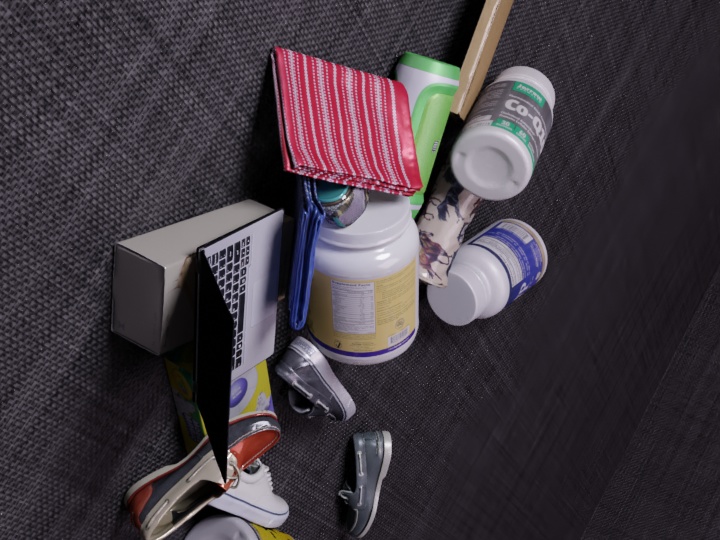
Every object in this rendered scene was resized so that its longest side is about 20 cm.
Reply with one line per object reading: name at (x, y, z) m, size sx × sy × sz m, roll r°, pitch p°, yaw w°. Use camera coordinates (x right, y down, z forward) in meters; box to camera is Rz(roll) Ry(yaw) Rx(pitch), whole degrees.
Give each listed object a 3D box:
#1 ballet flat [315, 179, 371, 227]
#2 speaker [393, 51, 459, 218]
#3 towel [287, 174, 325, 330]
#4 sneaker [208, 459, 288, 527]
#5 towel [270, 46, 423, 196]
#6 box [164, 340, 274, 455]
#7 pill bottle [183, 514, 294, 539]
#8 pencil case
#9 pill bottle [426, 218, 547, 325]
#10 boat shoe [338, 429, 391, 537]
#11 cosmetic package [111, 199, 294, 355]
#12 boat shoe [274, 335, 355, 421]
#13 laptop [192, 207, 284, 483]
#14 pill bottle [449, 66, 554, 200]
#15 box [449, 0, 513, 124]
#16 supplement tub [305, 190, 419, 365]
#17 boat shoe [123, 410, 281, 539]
ballet flat at (-0.005, -0.129, 1.266) m, size 0.072 × 0.072 × 0.201 m, roll 74°, pitch 27°, yaw -49°
speaker at (0.062, -0.169, 1.372) m, size 0.088 × 0.088 × 0.200 m, roll -4°, pitch 114°, yaw -58°
towel at (-0.063, -0.039, 1.197) m, size 0.200 × 0.024 × 0.145 m, roll -100°, pitch -162°, yaw -64°
sneaker at (-0.138, 0.275, 1.375) m, size 0.071 × 0.073 × 0.200 m, roll -59°, pitch 150°, yaw -6°
towel at (-0.012, -0.162, 1.199) m, size 0.200 × 0.022 × 0.145 m, roll 7°, pitch 70°, yaw -44°
box at (-0.161, 0.126, 1.257) m, size 0.117 × 0.048 × 0.200 m, roll -42°, pitch 142°, yaw -35°
pill bottle at (-0.141, 0.387, 1.411) m, size 0.114 × 0.114 × 0.200 m, roll -62°, pitch 151°, yaw -8°
pencil case at (0.126, -0.074, 1.554) m, size 0.200 × 0.078 × 0.089 m, roll -65°, pitch 161°, yaw -1°
pill bottle at (0.193, 0.006, 1.681) m, size 0.200 × 0.120 × 0.120 m, roll -31°, pitch 136°, yaw -45°
boat shoe at (-0.003, 0.329, 1.674) m, size 0.062 × 0.073 × 0.200 m, roll 6°, pitch 120°, yaw -15°
cosmetic package at (-0.162, 0.002, 1.138) m, size 0.200 × 0.073 × 0.104 m, roll -27°, pitch 133°, yaw -50°
boat shoe at (-0.063, 0.160, 1.418) m, size 0.068 × 0.072 × 0.200 m, roll -48°, pitch 152°, yaw -14°
laptop at (-0.107, 0.068, 1.084) m, size 0.200 × 0.116 × 0.188 m, roll -31°, pitch 138°, yaw -47°
pill bottle at (0.202, -0.195, 1.495) m, size 0.200 × 0.113 × 0.113 m, roll -62°, pitch 156°, yaw -47°
box at (0.164, -0.298, 1.461) m, size 0.163 × 0.021 × 0.200 m, roll -10°, pitch 120°, yaw -81°
supplement tub at (0.000, 0.000, 1.329) m, size 0.145 × 0.145 × 0.200 m, roll -40°, pitch 142°, yaw -38°
boat shoe at (-0.171, 0.233, 1.229) m, size 0.200 × 0.063 × 0.071 m, roll -32°, pitch 135°, yaw -12°
